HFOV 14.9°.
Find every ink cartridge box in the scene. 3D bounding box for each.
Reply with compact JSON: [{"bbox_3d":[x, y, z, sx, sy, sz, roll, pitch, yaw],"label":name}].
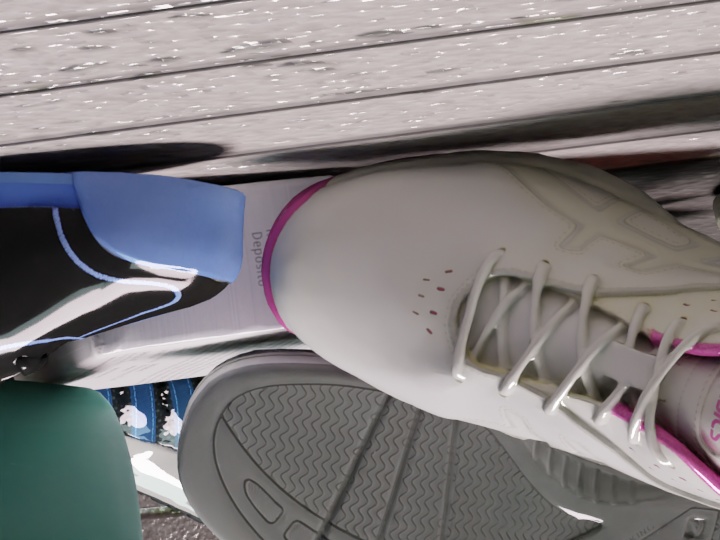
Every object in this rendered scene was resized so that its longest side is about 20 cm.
[{"bbox_3d":[0.000,0.000,0.824,0.199,0.050,0.161,-9,176,-15],"label":"ink cartridge box"}]

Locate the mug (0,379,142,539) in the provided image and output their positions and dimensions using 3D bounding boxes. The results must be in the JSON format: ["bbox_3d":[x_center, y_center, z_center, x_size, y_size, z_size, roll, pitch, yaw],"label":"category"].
[{"bbox_3d":[-0.140,0.115,0.790,0.114,0.153,0.185,4,140,-21],"label":"mug"}]

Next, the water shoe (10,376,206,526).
[{"bbox_3d":[-0.081,0.029,0.937,0.199,0.079,0.071,28,178,-32],"label":"water shoe"}]

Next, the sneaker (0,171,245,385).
[{"bbox_3d":[-0.124,0.020,0.693,0.199,0.078,0.070,-6,175,6],"label":"sneaker"}]

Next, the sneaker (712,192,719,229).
[{"bbox_3d":[0.152,0.023,0.862,0.074,0.107,0.200,-6,175,9],"label":"sneaker"}]

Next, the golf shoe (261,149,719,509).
[{"bbox_3d":[0.071,0.018,0.694,0.199,0.076,0.092,14,-173,0],"label":"golf shoe"}]

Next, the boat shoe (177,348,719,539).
[{"bbox_3d":[0.040,0.064,0.786,0.201,0.075,0.065,12,-166,-19],"label":"boat shoe"}]
